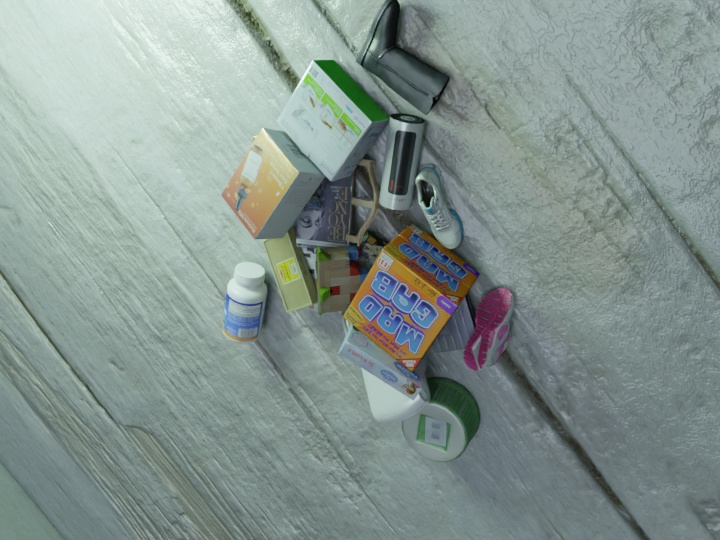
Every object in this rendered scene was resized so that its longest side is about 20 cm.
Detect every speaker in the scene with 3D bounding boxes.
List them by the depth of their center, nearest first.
[{"bbox_3d":[0.091,-0.242,1.485,0.080,0.081,0.204,17,117,17],"label":"speaker"}]

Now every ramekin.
[{"bbox_3d":[0.200,0.387,1.688,0.195,0.098,0.205,10,115,21],"label":"ramekin"}]

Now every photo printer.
[{"bbox_3d":[0.085,0.272,1.653,0.165,0.069,0.204,-30,61,31],"label":"photo printer"}]

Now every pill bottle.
[{"bbox_3d":[-0.312,0.085,1.793,0.110,0.112,0.204,21,118,15],"label":"pill bottle"}]

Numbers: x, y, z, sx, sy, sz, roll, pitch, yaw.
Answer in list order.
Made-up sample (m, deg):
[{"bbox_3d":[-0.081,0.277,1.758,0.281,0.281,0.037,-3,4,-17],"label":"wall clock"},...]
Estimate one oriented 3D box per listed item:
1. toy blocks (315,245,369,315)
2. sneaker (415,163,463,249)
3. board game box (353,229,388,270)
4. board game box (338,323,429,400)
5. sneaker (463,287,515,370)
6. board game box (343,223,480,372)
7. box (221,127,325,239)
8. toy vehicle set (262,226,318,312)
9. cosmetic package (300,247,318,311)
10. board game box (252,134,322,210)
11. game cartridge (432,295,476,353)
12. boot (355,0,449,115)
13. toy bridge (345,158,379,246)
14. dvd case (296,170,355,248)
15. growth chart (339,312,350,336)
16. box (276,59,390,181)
[{"bbox_3d":[-0.037,0.020,1.591,0.133,0.101,0.204,-6,125,-9],"label":"toy blocks"},{"bbox_3d":[0.168,-0.133,1.491,0.074,0.087,0.203,-20,104,28],"label":"sneaker"},{"bbox_3d":[0.000,0.000,1.635,0.103,0.024,0.201,29,120,-19],"label":"board game box"},{"bbox_3d":[0.062,0.175,1.509,0.197,0.200,0.042,32,117,-4],"label":"board game box"},{"bbox_3d":[0.312,0.137,1.548,0.081,0.087,0.204,31,104,41],"label":"sneaker"},{"bbox_3d":[0.118,0.055,1.491,0.198,0.200,0.202,36,120,8],"label":"board game box"},{"bbox_3d":[-0.203,-0.197,1.527,0.153,0.106,0.201,48,116,20],"label":"box"},{"bbox_3d":[-0.181,0.000,1.702,0.123,0.026,0.204,-16,93,49],"label":"toy vehicle set"},{"bbox_3d":[-0.109,0.005,1.700,0.081,0.051,0.205,10,115,22],"label":"cosmetic package"},{"bbox_3d":[-0.180,-0.218,1.609,0.196,0.061,0.205,13,101,31],"label":"board game box"},{"bbox_3d":[0.208,0.097,1.602,0.127,0.038,0.204,-10,107,32],"label":"game cartridge"},{"bbox_3d":[0.104,-0.451,1.396,0.199,0.066,0.166,39,131,9],"label":"boot"},{"bbox_3d":[0.011,-0.157,1.550,0.066,0.027,0.205,14,100,31],"label":"toy bridge"},{"bbox_3d":[-0.087,-0.153,1.611,0.145,0.016,0.206,7,99,23],"label":"dvd case"},{"bbox_3d":[0.033,0.136,1.670,0.197,0.018,0.148,-24,69,30],"label":"growth chart"},{"bbox_3d":[-0.065,-0.338,1.491,0.200,0.096,0.177,46,123,11],"label":"box"}]
